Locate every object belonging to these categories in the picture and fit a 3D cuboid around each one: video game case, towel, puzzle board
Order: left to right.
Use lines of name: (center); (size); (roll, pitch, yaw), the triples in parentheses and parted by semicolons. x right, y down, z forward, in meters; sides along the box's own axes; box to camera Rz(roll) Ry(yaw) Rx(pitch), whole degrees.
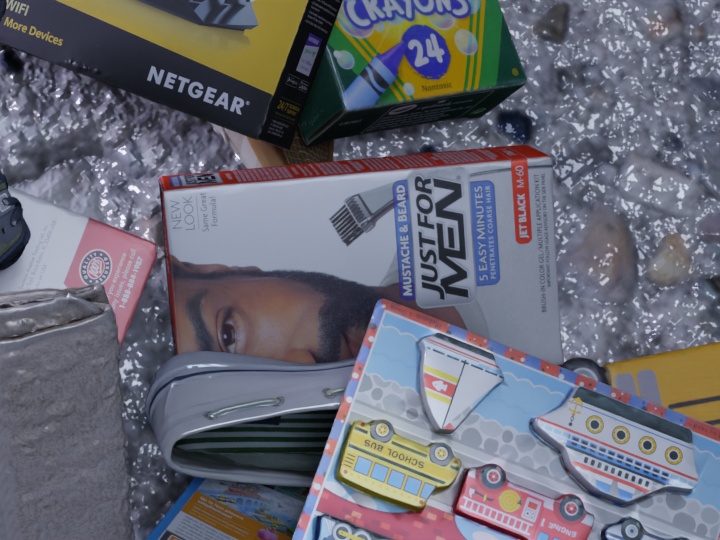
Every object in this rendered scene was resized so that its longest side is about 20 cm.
towel: (-0.174, 0.101, 0.956); (0.132, 0.035, 0.201); (-10, 122, -12)
video game case: (-0.027, 0.146, 0.965); (0.143, 0.018, 0.200); (25, 34, 10)
puzzle board: (0.077, 0.115, 0.949); (0.199, 0.017, 0.151); (21, 73, -4)

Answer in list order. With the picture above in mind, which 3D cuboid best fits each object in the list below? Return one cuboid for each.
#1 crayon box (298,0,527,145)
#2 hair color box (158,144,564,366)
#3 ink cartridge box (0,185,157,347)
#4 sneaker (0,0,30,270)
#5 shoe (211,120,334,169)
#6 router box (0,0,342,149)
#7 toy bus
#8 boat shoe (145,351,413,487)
crayon box: (-0.001, -0.177, 1.097); (0.125, 0.052, 0.201); (-12, 77, -35)
hair color box: (0.000, 0.000, 1.037); (0.199, 0.064, 0.111); (-6, 100, -6)
ink cartridge box: (-0.217, 0.010, 1.017); (0.199, 0.068, 0.117); (22, 72, -6)
sneaker: (-0.196, -0.040, 0.969); (0.081, 0.074, 0.201); (15, 80, -15)
shoe: (-0.074, -0.126, 1.094); (0.070, 0.053, 0.201); (-17, 82, -50)
router box: (-0.104, -0.169, 1.035); (0.199, 0.052, 0.158); (20, 93, 17)
toy bus: (0.178, 0.078, 1.079); (0.199, 0.065, 0.079); (-10, 79, -14)
boat shoe: (-0.005, 0.083, 0.990); (0.199, 0.074, 0.067); (-2, 33, -7)
